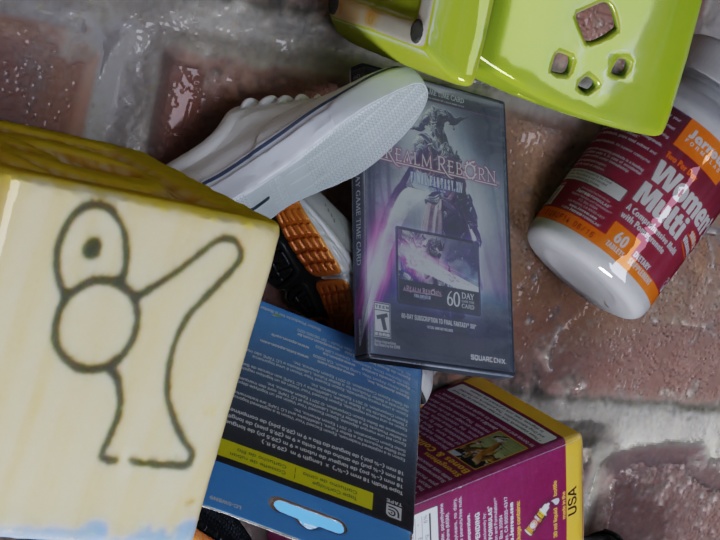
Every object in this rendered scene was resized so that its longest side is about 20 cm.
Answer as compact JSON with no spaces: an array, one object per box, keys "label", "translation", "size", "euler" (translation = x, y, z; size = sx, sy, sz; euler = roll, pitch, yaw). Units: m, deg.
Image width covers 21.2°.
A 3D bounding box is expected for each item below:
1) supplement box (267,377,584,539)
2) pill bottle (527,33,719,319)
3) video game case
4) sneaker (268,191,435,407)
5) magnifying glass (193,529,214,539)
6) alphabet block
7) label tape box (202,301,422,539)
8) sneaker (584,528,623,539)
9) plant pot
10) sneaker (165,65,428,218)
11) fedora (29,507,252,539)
[{"label":"supplement box","translation":[0.047,0.168,1.381],"size":[0.198,0.131,0.104],"euler":[-17,117,-29]},{"label":"pill bottle","translation":[0.223,-0.072,1.436],"size":[0.201,0.109,0.110],"euler":[-52,128,-9]},{"label":"video game case","translation":[0.050,-0.031,1.324],"size":[0.142,0.019,0.202],"euler":[10,75,-42]},{"label":"sneaker","translation":[0.000,0.000,1.338],"size":[0.201,0.075,0.092],"euler":[56,51,-32]},{"label":"magnifying glass","translation":[-0.082,0.199,1.248],"size":[0.200,0.022,0.080],"euler":[39,80,-33]},{"label":"alphabet block","translation":[-0.190,0.029,1.120],"size":[0.194,0.196,0.202],"euler":[11,99,-39]},{"label":"label tape box","translation":[-0.038,0.121,1.236],"size":[0.143,0.201,0.064],"euler":[22,127,-12]},{"label":"sneaker","translation":[0.167,0.303,1.547],"size":[0.201,0.076,0.111],"euler":[-56,134,-12]},{"label":"plant pot","translation":[0.097,-0.212,1.247],"size":[0.180,0.200,0.201],"euler":[5,104,-29]},{"label":"sneaker","translation":[-0.051,-0.086,1.242],"size":[0.199,0.071,0.073],"euler":[-31,153,-12]},{"label":"fedora","translation":[-0.159,0.220,1.274],"size":[0.199,0.091,0.203],"euler":[-9,108,-30]}]
